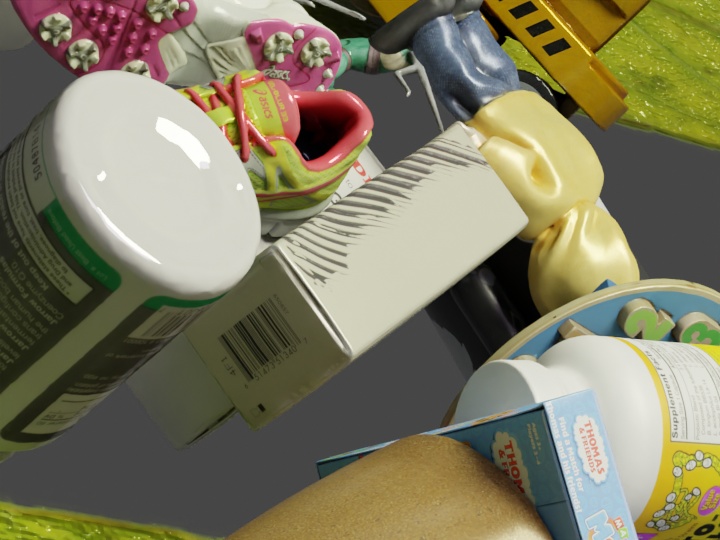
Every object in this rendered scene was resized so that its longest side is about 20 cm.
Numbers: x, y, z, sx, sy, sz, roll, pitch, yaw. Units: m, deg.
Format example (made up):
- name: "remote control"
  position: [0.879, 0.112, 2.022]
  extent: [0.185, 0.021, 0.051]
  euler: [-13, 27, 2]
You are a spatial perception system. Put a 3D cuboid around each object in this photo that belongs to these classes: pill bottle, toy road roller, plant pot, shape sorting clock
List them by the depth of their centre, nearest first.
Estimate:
- name: "pill bottle"
  position: [-0.145, 0.010, 1.153]
  extent: [0.113, 0.200, 0.114]
  euler: [29, 41, -28]
- name: "plant pot"
  position: [-0.027, 0.190, 1.166]
  extent: [0.199, 0.186, 0.187]
  euler: [-15, 70, -36]
- name: "pill bottle"
  position: [0.147, 0.088, 1.309]
  extent: [0.199, 0.104, 0.105]
  euler: [5, 55, -33]
- name: "shape sorting clock"
  position: [0.129, 0.087, 1.394]
  extent: [0.199, 0.200, 0.039]
  euler: [20, 26, -36]
- name: "toy road roller"
  position: [0.092, -0.168, 1.597]
  extent: [0.200, 0.146, 0.123]
  euler: [48, 7, 1]

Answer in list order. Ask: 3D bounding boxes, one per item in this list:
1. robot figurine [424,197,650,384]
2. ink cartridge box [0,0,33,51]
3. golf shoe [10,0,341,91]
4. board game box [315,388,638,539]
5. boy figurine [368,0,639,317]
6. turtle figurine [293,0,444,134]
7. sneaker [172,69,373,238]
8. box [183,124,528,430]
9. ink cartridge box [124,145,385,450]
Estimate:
- name: "robot figurine"
  position: [0.104, 0.022, 1.490]
  extent: [0.150, 0.125, 0.201]
  euler: [-24, 77, -30]
- name: "ink cartridge box"
  position: [-0.229, -0.225, 1.331]
  extent: [0.128, 0.125, 0.201]
  euler: [-17, 73, -53]
- name: "golf shoe"
  position: [-0.104, -0.136, 1.325]
  extent: [0.199, 0.075, 0.092]
  euler: [18, 29, -40]
- name: "board game box"
  position: [0.062, 0.148, 1.231]
  extent: [0.036, 0.200, 0.152]
  euler: [-14, 87, -33]
- name: "boy figurine"
  position: [0.088, -0.060, 1.406]
  extent: [0.201, 0.064, 0.124]
  euler: [59, 27, 4]
- name: "turtle figurine"
  position: [-0.043, -0.140, 1.488]
  extent: [0.149, 0.101, 0.200]
  euler: [23, 27, -55]
- name: "sneaker"
  position: [-0.075, -0.066, 1.252]
  extent: [0.199, 0.090, 0.079]
  euler: [-5, 65, -47]
- name: "box"
  position: [0.000, 0.000, 1.285]
  extent: [0.069, 0.082, 0.200]
  euler: [54, 34, 0]
- name: "ink cartridge box"
  position: [-0.064, -0.016, 1.367]
  extent: [0.146, 0.085, 0.200]
  euler: [52, 33, 1]
